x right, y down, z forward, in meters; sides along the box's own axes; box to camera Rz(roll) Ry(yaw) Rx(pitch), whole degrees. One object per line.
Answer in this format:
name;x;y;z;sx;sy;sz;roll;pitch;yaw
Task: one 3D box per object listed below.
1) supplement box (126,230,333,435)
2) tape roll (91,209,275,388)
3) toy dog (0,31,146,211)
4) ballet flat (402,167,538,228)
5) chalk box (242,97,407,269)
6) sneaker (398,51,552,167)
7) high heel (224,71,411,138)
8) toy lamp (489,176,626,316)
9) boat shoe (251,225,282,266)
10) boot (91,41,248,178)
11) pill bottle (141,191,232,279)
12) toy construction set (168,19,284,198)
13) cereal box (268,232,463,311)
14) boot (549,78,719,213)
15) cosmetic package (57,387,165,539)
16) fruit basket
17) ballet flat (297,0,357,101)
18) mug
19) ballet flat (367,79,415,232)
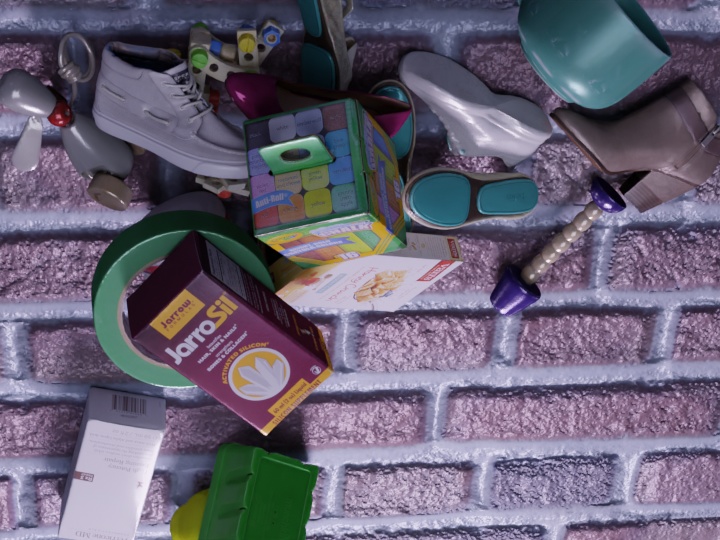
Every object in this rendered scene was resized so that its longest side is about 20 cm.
supplement box;-0.138;0.068;1.558;0.110;0.086;0.200;-43;120;13
tape roll;-0.193;0.033;1.604;0.199;0.048;0.202;-6;122;-11
toy dog;-0.319;-0.150;1.591;0.096;0.132;0.201;-4;129;43
ballet flat;0.113;-0.084;1.666;0.199;0.070;0.070;1;126;-37
chalk box;-0.040;-0.089;1.478;0.123;0.125;0.200;-10;166;15
sneaker;0.115;-0.171;1.649;0.199;0.076;0.089;25;128;-23
high heel;-0.043;-0.182;1.538;0.199;0.068;0.096;15;143;-40
toy lamp;0.233;-0.023;1.762;0.058;0.058;0.200;33;114;-25
boat shoe;-0.084;-0.082;1.672;0.075;0.074;0.201;0;123;-7
boot;-0.185;-0.168;1.514;0.199;0.074;0.096;20;126;9
pill bottle;-0.173;0.020;1.700;0.119;0.120;0.201;-22;123;7
toy construction set;-0.159;-0.181;1.597;0.130;0.092;0.202;5;111;-11
cereal box;0.000;0.000;1.683;0.199;0.040;0.144;4;152;-38
boot;0.330;-0.163;1.686;0.146;0.070;0.200;-43;119;12
cosmetic package;-0.316;0.251;1.859;0.101;0.074;0.201;10;119;-13
fruit basket;-0.153;0.331;1.884;0.154;0.216;0.216;19;118;-18
ballet flat;-0.030;-0.255;1.576;0.062;0.067;0.201;-29;135;-27
mug;0.234;-0.260;1.569;0.114;0.186;0.152;-41;143;21
ballet flat;0.028;-0.129;1.664;0.069;0.070;0.202;-3;118;-5
